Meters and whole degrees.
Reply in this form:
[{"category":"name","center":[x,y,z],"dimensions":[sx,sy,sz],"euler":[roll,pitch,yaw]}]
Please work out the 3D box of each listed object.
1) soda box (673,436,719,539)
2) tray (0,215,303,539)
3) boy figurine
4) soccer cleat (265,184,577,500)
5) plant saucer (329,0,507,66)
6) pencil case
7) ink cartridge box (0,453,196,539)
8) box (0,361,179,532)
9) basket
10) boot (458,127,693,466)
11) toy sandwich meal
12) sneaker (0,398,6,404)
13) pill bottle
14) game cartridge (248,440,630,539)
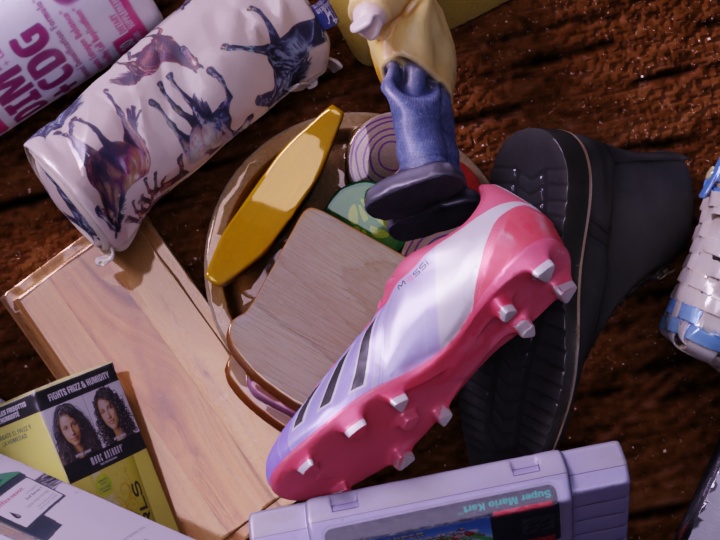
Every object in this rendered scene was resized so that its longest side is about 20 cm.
[{"category":"soda box","center":[0.198,0.175,0.926],"dimensions":[0.063,0.071,0.201],"euler":[26,82,8]},{"category":"tray","center":[-0.113,0.068,0.980],"dimensions":[0.098,0.037,0.200],"euler":[-36,79,-4]},{"category":"boy figurine","center":[0.019,-0.124,0.926],"dimensions":[0.064,0.124,0.201],"euler":[-18,69,16]},{"category":"soccer cleat","center":[0.024,0.040,0.878],"dimensions":[0.200,0.067,0.077],"euler":[-43,51,6]},{"category":"plant saucer","center":[0.045,-0.256,1.022],"dimensions":[0.199,0.048,0.201],"euler":[-27,81,-2]},{"category":"pencil case","center":[-0.102,-0.094,0.966],"dimensions":[0.089,0.078,0.200],"euler":[46,72,-1]},{"category":"ink cartridge box","center":[-0.175,0.186,0.857],"dimensions":[0.199,0.084,0.147],"euler":[19,111,20]},{"category":"box","center":[-0.138,0.157,0.925],"dimensions":[0.050,0.075,0.201],"euler":[-21,89,31]},{"category":"basket","center":[0.269,-0.019,0.920],"dimensions":[0.176,0.139,0.201],"euler":[26,87,1]},{"category":"boot","center":[0.133,0.024,0.949],"dimensions":[0.077,0.138,0.201],"euler":[21,106,44]},{"category":"toy sandwich meal","center":[0.000,0.000,0.952],"dimensions":[0.204,0.070,0.206],"euler":[2,79,-8]},{"category":"sneaker","center":[-0.205,0.127,0.959],"dimensions":[0.200,0.076,0.080],"euler":[55,43,-4]},{"category":"pill bottle","center":[-0.226,-0.137,0.982],"dimensions":[0.199,0.113,0.114],"euler":[-33,80,-2]},{"category":"game cartridge","center":[0.046,0.147,0.911],"dimensions":[0.199,0.130,0.039],"euler":[-12,64,2]}]
